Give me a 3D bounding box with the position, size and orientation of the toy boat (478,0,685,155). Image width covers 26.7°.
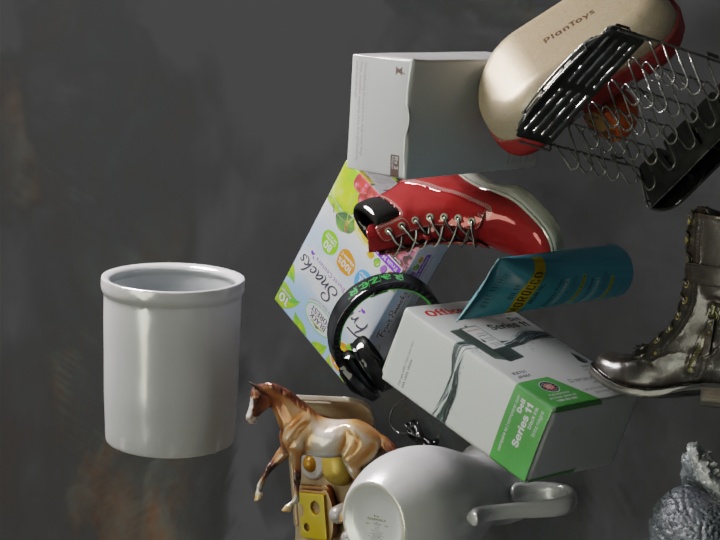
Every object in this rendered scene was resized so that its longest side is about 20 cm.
[{"bbox_3d":[0.209,-0.169,1.380,0.199,0.131,0.131,-31,34,10],"label":"toy boat"}]

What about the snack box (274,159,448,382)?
[{"bbox_3d":[0.000,0.000,1.645,0.142,0.053,0.200,49,126,31],"label":"snack box"}]

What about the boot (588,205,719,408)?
[{"bbox_3d":[0.299,0.030,1.355,0.199,0.069,0.175,4,92,40],"label":"boot"}]

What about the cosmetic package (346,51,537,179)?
[{"bbox_3d":[0.083,-0.151,1.443,0.081,0.199,0.114,15,105,43],"label":"cosmetic package"}]

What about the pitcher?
[{"bbox_3d":[0.097,0.227,1.471,0.171,0.199,0.122,-2,94,43],"label":"pitcher"}]

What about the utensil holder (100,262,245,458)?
[{"bbox_3d":[-0.223,0.105,1.800,0.169,0.169,0.201,12,105,43],"label":"utensil holder"}]

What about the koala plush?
[{"bbox_3d":[0.317,0.253,1.290,0.200,0.183,0.178,47,125,45],"label":"koala plush"}]

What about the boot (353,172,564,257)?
[{"bbox_3d":[0.089,-0.035,1.481,0.200,0.144,0.073,32,142,41],"label":"boot"}]

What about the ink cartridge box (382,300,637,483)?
[{"bbox_3d":[0.141,0.109,1.452,0.200,0.146,0.083,33,115,37],"label":"ink cartridge box"}]

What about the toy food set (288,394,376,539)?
[{"bbox_3d":[-0.048,0.239,1.713,0.143,0.060,0.201,-3,92,44],"label":"toy food set"}]

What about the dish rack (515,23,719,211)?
[{"bbox_3d":[0.239,-0.132,1.300,0.154,0.199,0.055,-50,45,34],"label":"dish rack"}]

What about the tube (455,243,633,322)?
[{"bbox_3d":[0.170,0.008,1.375,0.050,0.199,0.078,48,126,31],"label":"tube"}]

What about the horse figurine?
[{"bbox_3d":[-0.034,0.201,1.634,0.199,0.050,0.133,11,91,9],"label":"horse figurine"}]

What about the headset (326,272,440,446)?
[{"bbox_3d":[0.039,0.100,1.576,0.094,0.123,0.201,-121,14,-56],"label":"headset"}]
